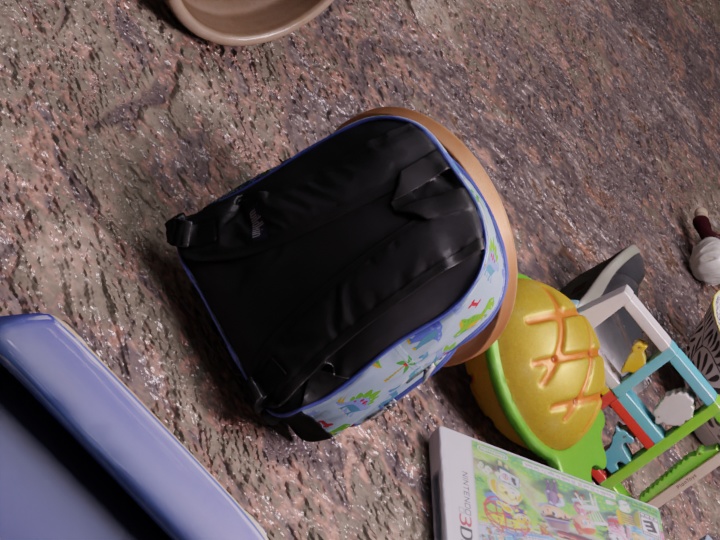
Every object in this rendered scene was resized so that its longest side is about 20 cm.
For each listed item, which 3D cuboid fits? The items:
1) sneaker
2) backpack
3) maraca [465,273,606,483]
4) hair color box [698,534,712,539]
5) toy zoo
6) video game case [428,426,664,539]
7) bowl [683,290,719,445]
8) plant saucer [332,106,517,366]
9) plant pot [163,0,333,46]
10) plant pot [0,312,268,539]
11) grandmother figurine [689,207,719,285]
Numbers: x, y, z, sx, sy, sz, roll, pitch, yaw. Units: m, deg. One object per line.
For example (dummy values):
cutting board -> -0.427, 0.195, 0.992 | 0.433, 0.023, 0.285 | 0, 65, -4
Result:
sneaker -> 0.236, 0.054, 2.007 | 0.107, 0.075, 0.200 | 55, 33, -5
backpack -> 0.000, 0.000, 1.489 | 0.184, 0.199, 0.147 | 60, 9, 22
maraca -> 0.151, 0.096, 1.750 | 0.201, 0.106, 0.137 | 62, 38, -22
hair color box -> 0.180, 0.275, 1.429 | 0.099, 0.200, 0.061 | 50, 24, -2
toy zoo -> 0.219, 0.104, 1.821 | 0.200, 0.131, 0.020 | 49, 23, -5
video game case -> 0.145, 0.212, 1.596 | 0.199, 0.022, 0.183 | 22, 33, -16
bowl -> 0.376, 0.127, 2.113 | 0.200, 0.094, 0.201 | 41, 26, -25
plant saucer -> 0.033, -0.022, 1.603 | 0.032, 0.200, 0.201 | -26, 78, -38
plant pot -> -0.115, -0.313, 1.773 | 0.200, 0.201, 0.175 | 22, 19, -48
plant pot -> -0.159, 0.132, 0.954 | 0.200, 0.180, 0.200 | 46, -14, -10
grandmother figurine -> 0.418, -0.021, 2.441 | 0.121, 0.061, 0.200 | 47, 20, 9
